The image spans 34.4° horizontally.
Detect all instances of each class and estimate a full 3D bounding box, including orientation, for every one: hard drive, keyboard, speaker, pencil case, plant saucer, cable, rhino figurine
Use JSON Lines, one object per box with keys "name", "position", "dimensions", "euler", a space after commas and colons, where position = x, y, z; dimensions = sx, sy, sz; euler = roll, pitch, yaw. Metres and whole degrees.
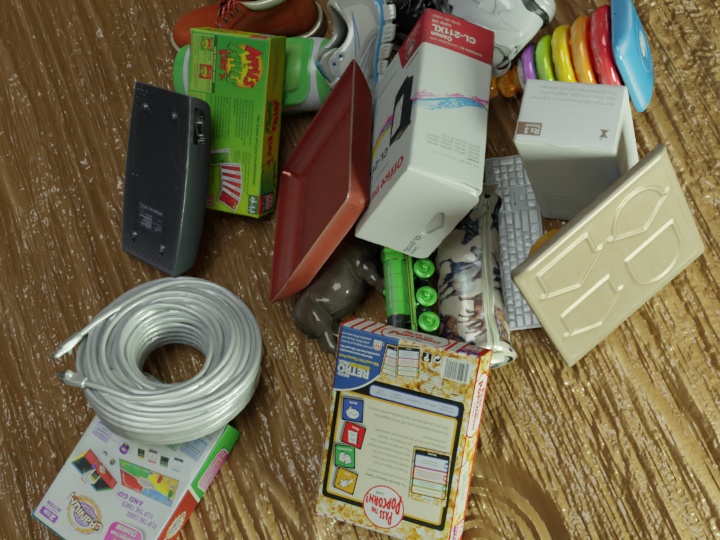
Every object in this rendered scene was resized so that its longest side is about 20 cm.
{"name": "hard drive", "position": [-0.221, -0.106, 1.324], "dimensions": [0.134, 0.042, 0.203], "euler": [22, 109, 47]}
{"name": "keyboard", "position": [0.170, -0.033, 1.258], "dimensions": [0.056, 0.011, 0.202], "euler": [-9, 69, 14]}
{"name": "speaker", "position": [-0.118, -0.231, 1.379], "dimensions": [0.198, 0.089, 0.090], "euler": [2, 71, 17]}
{"name": "pencil case", "position": [0.117, 0.011, 1.214], "dimensions": [0.077, 0.090, 0.202], "euler": [3, 68, -13]}
{"name": "plant saucer", "position": [-0.038, -0.090, 1.248], "dimensions": [0.036, 0.200, 0.202], "euler": [18, 49, -20]}
{"name": "cable", "position": [-0.205, 0.098, 1.257], "dimensions": [0.199, 0.070, 0.200], "euler": [28, 55, 23]}
{"name": "rhino figurine", "position": [0.000, 0.000, 1.271], "dimensions": [0.087, 0.060, 0.201], "euler": [29, 76, 20]}

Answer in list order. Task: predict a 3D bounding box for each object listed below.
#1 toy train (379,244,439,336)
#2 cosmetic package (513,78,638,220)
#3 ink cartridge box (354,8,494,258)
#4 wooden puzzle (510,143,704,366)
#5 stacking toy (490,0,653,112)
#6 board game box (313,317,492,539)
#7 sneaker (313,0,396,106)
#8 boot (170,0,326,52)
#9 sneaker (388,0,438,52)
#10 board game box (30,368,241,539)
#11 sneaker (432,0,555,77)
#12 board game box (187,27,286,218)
{"name": "toy train", "position": [0.048, -0.013, 1.229], "dimensions": [0.056, 0.042, 0.202], "euler": [-1, 63, -5]}
{"name": "cosmetic package", "position": [0.222, -0.114, 1.167], "dimensions": [0.100, 0.200, 0.075], "euler": [8, 72, 19]}
{"name": "ink cartridge box", "position": [0.066, -0.138, 1.183], "dimensions": [0.082, 0.146, 0.202], "euler": [17, 58, -15]}
{"name": "wooden puzzle", "position": [0.238, -0.016, 1.130], "dimensions": [0.185, 0.200, 0.046], "euler": [-40, 51, -1]}
{"name": "stacking toy", "position": [0.213, -0.221, 1.274], "dimensions": [0.198, 0.110, 0.117], "euler": [-12, 52, 24]}
{"name": "board game box", "position": [0.040, 0.163, 1.161], "dimensions": [0.150, 0.046, 0.203], "euler": [13, 101, 20]}
{"name": "sneaker", "position": [-0.013, -0.212, 1.303], "dimensions": [0.075, 0.086, 0.203], "euler": [15, 108, 59]}
{"name": "boot", "position": [-0.151, -0.314, 1.408], "dimensions": [0.198, 0.107, 0.076], "euler": [-8, 70, 15]}
{"name": "sneaker", "position": [0.057, -0.294, 1.346], "dimensions": [0.198, 0.088, 0.076], "euler": [17, 76, 21]}
{"name": "board game box", "position": [-0.246, 0.223, 1.273], "dimensions": [0.152, 0.040, 0.201], "euler": [29, 81, 24]}
{"name": "sneaker", "position": [0.104, -0.289, 1.270], "dimensions": [0.199, 0.075, 0.115], "euler": [30, 74, 19]}
{"name": "board game box", "position": [-0.145, -0.170, 1.329], "dimensions": [0.100, 0.048, 0.203], "euler": [10, 106, 18]}
